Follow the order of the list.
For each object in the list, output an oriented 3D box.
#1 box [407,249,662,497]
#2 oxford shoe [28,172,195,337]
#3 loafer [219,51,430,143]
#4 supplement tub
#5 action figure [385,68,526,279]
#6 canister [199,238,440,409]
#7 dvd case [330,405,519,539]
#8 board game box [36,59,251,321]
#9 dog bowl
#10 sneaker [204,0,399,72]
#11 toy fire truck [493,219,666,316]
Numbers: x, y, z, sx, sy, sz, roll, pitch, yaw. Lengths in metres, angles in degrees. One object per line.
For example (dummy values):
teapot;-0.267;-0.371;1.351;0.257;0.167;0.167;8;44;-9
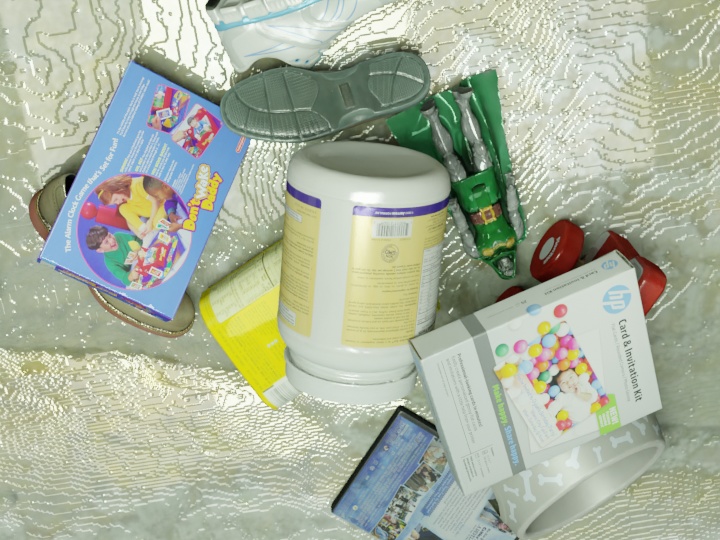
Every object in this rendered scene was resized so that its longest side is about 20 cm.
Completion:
box;0.155;0.091;1.034;0.198;0.041;0.158;-23;120;-6
oxford shoe;-0.231;-0.012;1.149;0.200;0.071;0.075;42;142;-15
loafer;-0.032;-0.155;1.117;0.197;0.063;0.073;-10;82;-3
supplement tub;0.000;0.000;1.045;0.143;0.146;0.203;4;109;-4
action figure;0.115;-0.079;1.166;0.117;0.055;0.202;-23;112;2
canister;-0.042;0.028;1.177;0.199;0.087;0.149;-33;106;10
dvd case;0.087;0.252;1.294;0.198;0.018;0.144;31;104;-11
board game box;-0.197;-0.073;1.107;0.133;0.045;0.202;26;78;-14
dog bowl;0.218;0.199;1.192;0.199;0.200;0.059;-35;65;9
sneaker;-0.039;-0.234;1.104;0.197;0.075;0.088;-12;123;5
toy fire truck;0.208;0.057;1.152;0.111;0.168;0.201;31;105;-12
